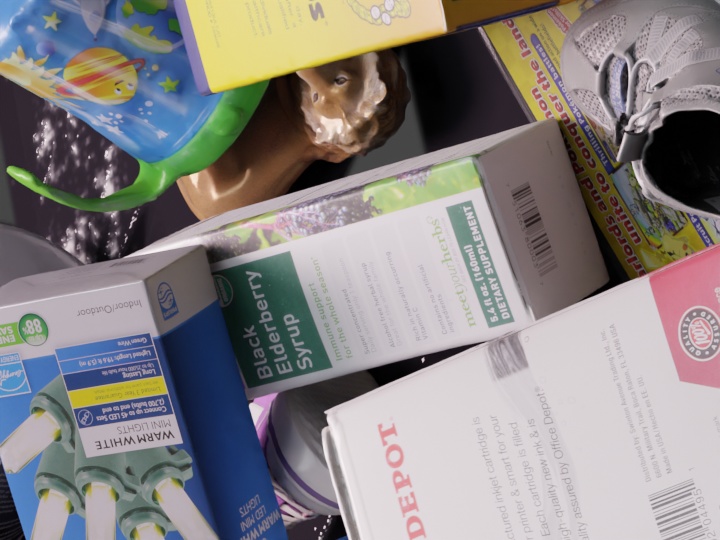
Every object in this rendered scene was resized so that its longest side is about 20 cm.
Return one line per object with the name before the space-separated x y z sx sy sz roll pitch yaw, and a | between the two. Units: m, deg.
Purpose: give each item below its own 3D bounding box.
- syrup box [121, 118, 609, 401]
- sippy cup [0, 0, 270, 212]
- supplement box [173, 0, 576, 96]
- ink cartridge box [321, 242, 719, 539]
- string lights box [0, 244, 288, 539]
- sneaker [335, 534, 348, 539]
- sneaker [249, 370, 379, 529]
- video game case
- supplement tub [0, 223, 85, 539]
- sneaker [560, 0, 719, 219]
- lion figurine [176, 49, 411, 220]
syrup box | 0.000 0.000 1.325 0.200 0.081 0.079 -15 97 33
sippy cup | -0.123 -0.130 1.490 0.140 0.130 0.178 -37 42 47
supplement box | 0.010 -0.148 1.261 0.200 0.109 0.110 -9 98 57
ink cartridge box | 0.100 0.095 1.241 0.200 0.085 0.146 -23 70 20
string lights box | -0.097 0.097 1.331 0.103 0.059 0.200 -10 102 28
sneaker | 0.028 0.127 1.365 0.105 0.076 0.200 28 86 38
sneaker | -0.036 0.106 1.428 0.114 0.073 0.200 -53 5 7
video game case | 0.125 -0.097 1.251 0.200 0.025 0.181 61 146 10
supplement tub | -0.231 0.083 1.702 0.200 0.140 0.140 -55 47 34
sneaker | 0.126 -0.065 1.158 0.200 0.082 0.075 28 131 58
lion figurine | -0.043 -0.073 1.534 0.200 0.072 0.123 -51 46 45
